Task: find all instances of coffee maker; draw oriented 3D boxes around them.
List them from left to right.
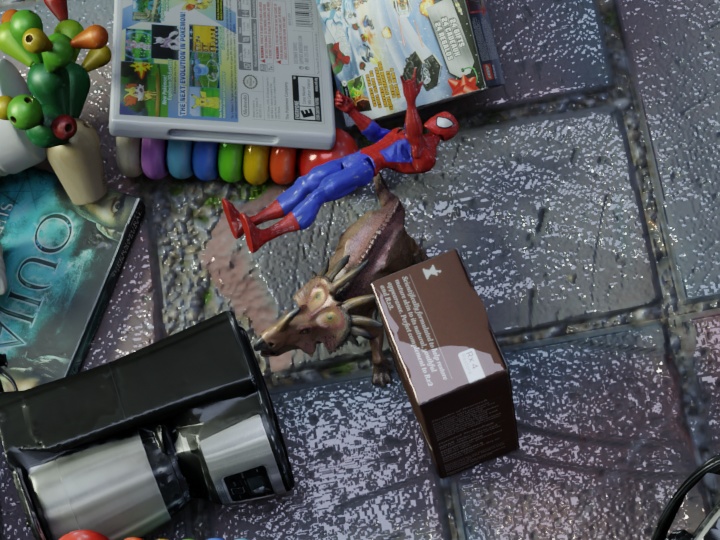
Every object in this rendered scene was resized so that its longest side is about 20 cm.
[{"bbox_3d":[-0.168,0.109,1.376,0.198,0.135,0.194,-21,81,-6],"label":"coffee maker"}]

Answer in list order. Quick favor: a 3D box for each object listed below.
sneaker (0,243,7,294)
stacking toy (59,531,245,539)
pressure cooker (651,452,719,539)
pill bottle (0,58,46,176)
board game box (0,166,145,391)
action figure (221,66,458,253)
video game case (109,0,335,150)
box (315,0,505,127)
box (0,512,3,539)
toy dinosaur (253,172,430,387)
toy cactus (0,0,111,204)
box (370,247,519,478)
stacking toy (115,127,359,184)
[{"bbox_3d":[-0.363,0.032,1.447,0.199,0.076,0.092,-37,50,14],"label":"sneaker"},{"bbox_3d":[-0.129,0.223,1.304,0.198,0.085,0.086,15,65,-28],"label":"stacking toy"},{"bbox_3d":[0.297,0.220,1.266,0.200,0.179,0.176,39,80,19],"label":"pressure cooker"},{"bbox_3d":[-0.364,-0.096,1.492,0.198,0.114,0.115,-21,67,8],"label":"pill bottle"},{"bbox_3d":[-0.273,0.015,1.497,0.134,0.028,0.202,15,71,13],"label":"board game box"},{"bbox_3d":[-0.014,-0.099,1.418,0.199,0.100,0.065,-23,28,-17],"label":"action figure"},{"bbox_3d":[-0.115,-0.182,1.507,0.180,0.022,0.201,3,49,-9],"label":"video game case"},{"bbox_3d":[0.029,-0.230,1.477,0.136,0.040,0.202,-12,93,32],"label":"box"},{"bbox_3d":[-0.314,0.176,1.366,0.048,0.159,0.202,-12,67,2],"label":"box"},{"bbox_3d":[0.000,0.000,1.413,0.085,0.136,0.201,18,71,14],"label":"toy dinosaur"},{"bbox_3d":[-0.235,-0.137,1.463,0.101,0.166,0.200,-16,26,-1],"label":"toy cactus"},{"bbox_3d":[0.065,0.074,1.339,0.074,0.200,0.101,-21,67,-3],"label":"box"},{"bbox_3d":[-0.098,-0.104,1.505,0.198,0.086,0.086,10,69,3],"label":"stacking toy"}]
